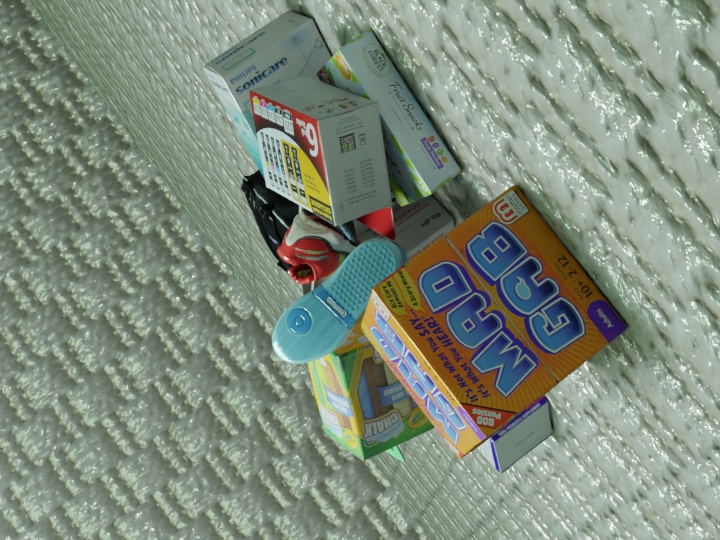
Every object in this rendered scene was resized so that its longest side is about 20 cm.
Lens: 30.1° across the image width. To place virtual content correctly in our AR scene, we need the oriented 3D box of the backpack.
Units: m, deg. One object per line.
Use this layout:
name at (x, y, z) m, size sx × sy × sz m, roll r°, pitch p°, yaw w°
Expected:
backpack at (-0.091, -0.075, 2.158) m, size 0.178 × 0.150 × 0.201 m, roll 47°, pitch 159°, yaw 44°

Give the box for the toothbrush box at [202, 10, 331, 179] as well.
toothbrush box at (-0.095, -0.222, 1.785) m, size 0.085 × 0.146 × 0.200 m, roll 35°, pitch 156°, yaw 59°

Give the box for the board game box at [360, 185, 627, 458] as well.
board game box at (0.142, 0.064, 1.511) m, size 0.200 × 0.200 × 0.200 m, roll 52°, pitch 168°, yaw 9°

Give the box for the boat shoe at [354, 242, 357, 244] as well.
boat shoe at (0.000, 0.000, 1.898) m, size 0.068 × 0.072 × 0.200 m, roll 56°, pitch 167°, yaw -6°

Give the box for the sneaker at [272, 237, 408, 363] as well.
sneaker at (-0.015, 0.037, 1.645) m, size 0.080 × 0.200 × 0.131 m, roll 51°, pitch -166°, yaw 5°

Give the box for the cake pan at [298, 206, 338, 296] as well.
cake pan at (-0.060, -0.044, 1.877) m, size 0.200 × 0.037 × 0.201 m, roll 180°, pitch 90°, yaw -81°

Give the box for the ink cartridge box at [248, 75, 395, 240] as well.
ink cartridge box at (-0.047, -0.129, 1.626) m, size 0.200 × 0.084 × 0.176 m, roll 31°, pitch 135°, yaw 58°

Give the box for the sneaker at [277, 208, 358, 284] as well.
sneaker at (-0.054, -0.018, 1.699) m, size 0.077 × 0.085 × 0.200 m, roll 39°, pitch -179°, yaw 26°

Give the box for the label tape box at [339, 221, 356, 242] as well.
label tape box at (-0.007, -0.107, 1.954) m, size 0.200 × 0.066 × 0.143 m, roll 55°, pitch 167°, yaw 9°

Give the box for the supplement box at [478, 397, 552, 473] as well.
supplement box at (0.174, 0.175, 1.932) m, size 0.200 × 0.101 × 0.104 m, roll 46°, pitch 165°, yaw 34°

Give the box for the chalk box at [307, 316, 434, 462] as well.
chalk box at (0.015, 0.167, 1.797) m, size 0.124 × 0.123 × 0.201 m, roll 22°, pitch 128°, yaw 60°

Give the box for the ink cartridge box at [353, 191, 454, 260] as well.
ink cartridge box at (0.065, -0.025, 1.769) m, size 0.068 × 0.116 × 0.200 m, roll 47°, pitch 166°, yaw 29°

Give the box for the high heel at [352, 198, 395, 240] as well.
high heel at (0.001, -0.131, 1.775) m, size 0.067 × 0.096 × 0.200 m, roll 34°, pitch 157°, yaw 58°

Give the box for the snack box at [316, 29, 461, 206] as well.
snack box at (0.032, -0.181, 1.623) m, size 0.200 × 0.053 × 0.142 m, roll 57°, pitch 166°, yaw -4°
